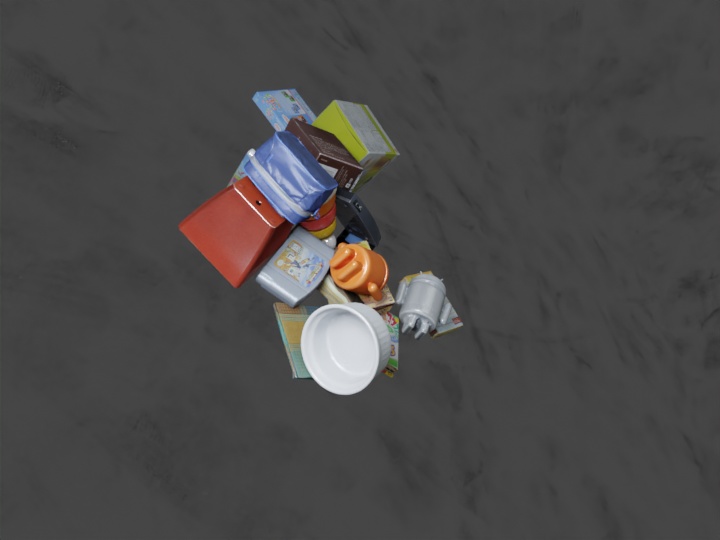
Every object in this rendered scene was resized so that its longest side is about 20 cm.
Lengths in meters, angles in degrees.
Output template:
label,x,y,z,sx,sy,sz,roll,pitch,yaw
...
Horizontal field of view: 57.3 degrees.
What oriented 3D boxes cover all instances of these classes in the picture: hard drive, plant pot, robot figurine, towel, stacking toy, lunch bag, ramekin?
label,x,y,z,sx,sy,sz,roll,pitch,yaw
hard drive,-0.022,-0.153,1.784,0.134,0.042,0.200,28,-17,38
plant pot,-0.265,-0.119,1.545,0.200,0.176,0.200,46,34,-3
robot figurine,0.000,0.002,1.656,0.142,0.118,0.199,16,-2,29
towel,-0.125,0.169,1.560,0.146,0.022,0.202,10,49,-43
stacking toy,-0.110,-0.133,1.709,0.147,0.144,0.202,-82,161,-49
robot figurine,0.178,0.094,1.865,0.168,0.113,0.202,25,58,-8
lunch bag,-0.155,-0.196,1.473,0.200,0.132,0.136,48,18,2
ramekin,-0.026,0.168,1.481,0.202,0.200,0.097,56,28,11

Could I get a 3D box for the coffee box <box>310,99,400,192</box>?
label,x,y,z,sx,sy,sz,roll,pitch,yaw
coffee box,-0.042,-0.372,2.016,0.201,0.199,0.197,57,31,11

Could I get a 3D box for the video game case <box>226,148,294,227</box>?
label,x,y,z,sx,sy,sz,roll,pitch,yaw
video game case,-0.235,-0.178,1.635,0.200,0.182,0.022,47,53,-2

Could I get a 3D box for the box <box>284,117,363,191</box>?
label,x,y,z,sx,sy,sz,roll,pitch,yaw
box,-0.129,-0.286,1.831,0.163,0.167,0.201,11,32,-42

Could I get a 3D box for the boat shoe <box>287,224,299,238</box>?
label,x,y,z,sx,sy,sz,roll,pitch,yaw
boat shoe,-0.152,-0.131,1.784,0.073,0.063,0.201,44,34,-6

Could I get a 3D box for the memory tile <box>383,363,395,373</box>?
label,x,y,z,sx,sy,sz,roll,pitch,yaw
memory tile,0.000,0.177,1.605,0.200,0.017,0.153,44,0,19

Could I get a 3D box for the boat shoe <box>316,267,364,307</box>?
label,x,y,z,sx,sy,sz,roll,pitch,yaw
boat shoe,-0.057,0.075,1.681,0.200,0.076,0.072,48,16,17

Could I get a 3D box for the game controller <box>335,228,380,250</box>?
label,x,y,z,sx,sy,sz,roll,pitch,yaw
game controller,-0.007,-0.089,1.928,0.104,0.042,0.200,45,33,-6

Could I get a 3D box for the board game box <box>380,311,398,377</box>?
label,x,y,z,sx,sy,sz,roll,pitch,yaw
board game box,0.059,0.183,1.751,0.095,0.030,0.201,32,40,-23

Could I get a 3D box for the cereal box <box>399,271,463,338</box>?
label,x,y,z,sx,sy,sz,roll,pitch,yaw
cereal box,0.215,0.101,1.994,0.143,0.039,0.201,-8,64,-51

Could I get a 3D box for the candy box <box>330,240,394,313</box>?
label,x,y,z,sx,sy,sz,roll,pitch,yaw
candy box,-0.001,0.025,1.775,0.114,0.055,0.202,-13,65,-25

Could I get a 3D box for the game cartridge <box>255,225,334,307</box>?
label,x,y,z,sx,sy,sz,roll,pitch,yaw
game cartridge,-0.150,-0.009,1.621,0.132,0.042,0.201,31,54,5

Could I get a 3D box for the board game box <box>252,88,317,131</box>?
label,x,y,z,sx,sy,sz,roll,pitch,yaw
board game box,-0.231,-0.504,2.087,0.152,0.037,0.199,53,33,6
